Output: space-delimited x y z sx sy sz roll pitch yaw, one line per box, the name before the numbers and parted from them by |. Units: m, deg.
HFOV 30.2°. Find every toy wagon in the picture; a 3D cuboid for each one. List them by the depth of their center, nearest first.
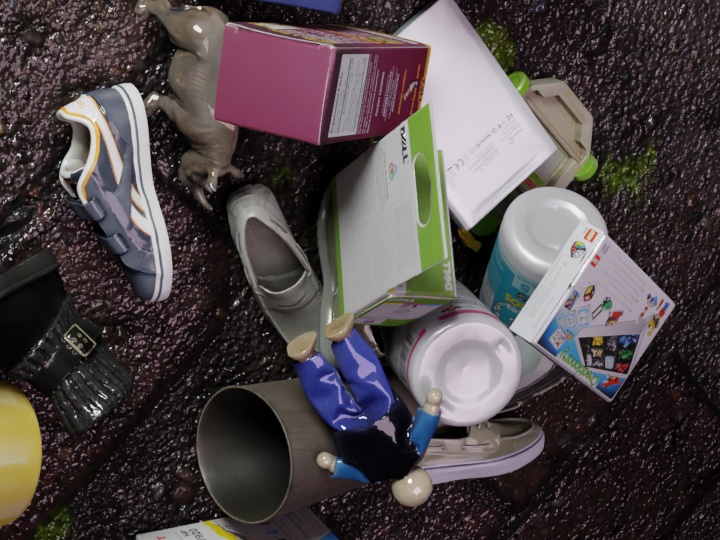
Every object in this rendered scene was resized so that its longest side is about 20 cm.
toy wagon | 0.166 -0.111 1.434 0.200 0.040 0.155 -50 125 -3

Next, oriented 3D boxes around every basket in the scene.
basket | -0.040 0.169 1.365 0.199 0.180 0.137 -8 83 -37

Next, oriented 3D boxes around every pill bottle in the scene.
pill bottle | 0.079 0.068 1.346 0.113 0.200 0.114 -4 108 -13
pill bottle | 0.188 0.009 1.418 0.110 0.111 0.200 -25 153 -20

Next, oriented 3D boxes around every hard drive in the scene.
hard drive | 0.094 -0.159 1.345 0.132 0.026 0.200 -42 107 -9

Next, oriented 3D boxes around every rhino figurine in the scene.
rhino figurine | -0.146 -0.146 1.196 0.060 0.087 0.201 -37 131 -51

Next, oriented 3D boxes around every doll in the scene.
doll | 0.014 0.139 1.244 0.136 0.049 0.201 -26 108 8

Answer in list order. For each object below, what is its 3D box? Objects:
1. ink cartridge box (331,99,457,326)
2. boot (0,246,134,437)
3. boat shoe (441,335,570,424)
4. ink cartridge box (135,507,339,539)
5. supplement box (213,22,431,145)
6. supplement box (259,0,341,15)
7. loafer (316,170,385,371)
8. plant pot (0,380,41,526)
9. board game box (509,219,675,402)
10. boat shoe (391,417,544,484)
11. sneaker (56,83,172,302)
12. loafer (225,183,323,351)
ink cartridge box | 0.051 -0.045 1.204 0.075 0.200 0.149 4 72 -27
boot | -0.284 0.080 1.137 0.159 0.079 0.211 62 29 -8
boat shoe | 0.150 0.125 1.441 0.063 0.200 0.071 23 55 -33
ink cartridge box | -0.121 0.351 1.385 0.199 0.147 0.146 -6 112 -29
supplement box | -0.030 -0.171 1.195 0.200 0.110 0.086 -19 122 -61
supplement box | -0.067 -0.338 1.161 0.108 0.109 0.201 4 108 -32
loafer | 0.000 0.000 1.326 0.075 0.069 0.202 4 86 -70
plant pot | -0.386 0.158 1.135 0.188 0.200 0.202 5 108 -49
board game box | 0.236 0.046 1.332 0.127 0.035 0.200 -56 141 -1
boat shoe | 0.123 0.196 1.514 0.199 0.072 0.062 -11 117 -24
sneaker | -0.225 -0.062 1.200 0.079 0.078 0.201 -17 106 -29
loafer | -0.079 0.010 1.312 0.070 0.070 0.201 -23 120 5
